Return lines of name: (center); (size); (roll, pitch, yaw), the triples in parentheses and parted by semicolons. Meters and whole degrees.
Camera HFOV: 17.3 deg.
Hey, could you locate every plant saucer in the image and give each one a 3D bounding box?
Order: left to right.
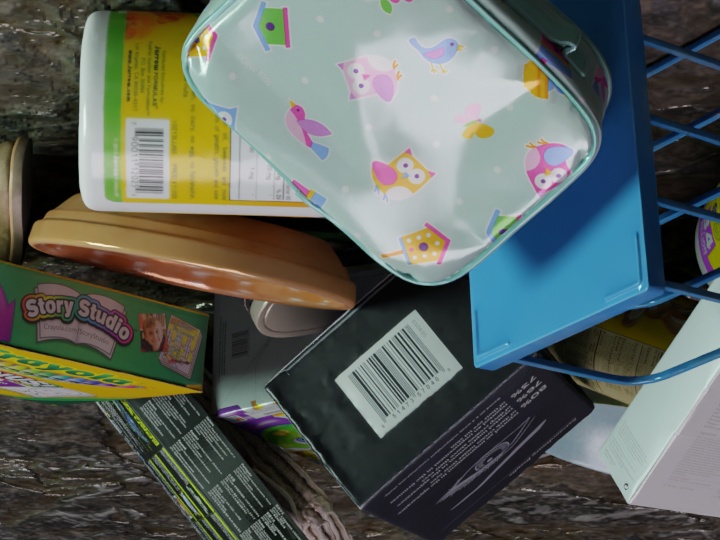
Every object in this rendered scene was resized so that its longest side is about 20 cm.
plant saucer: (-0.098, -0.013, 1.415); (0.199, 0.038, 0.200); (11, 174, 1)
plant saucer: (0.214, 0.117, 1.790); (0.200, 0.039, 0.201); (12, 161, 4)

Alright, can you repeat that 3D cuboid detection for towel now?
towel: (-0.084, 0.135, 1.770); (0.034, 0.200, 0.133); (-42, 158, -9)

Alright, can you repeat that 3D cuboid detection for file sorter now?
file sorter: (0.145, -0.051, 1.285); (0.122, 0.201, 0.139); (13, 154, -33)

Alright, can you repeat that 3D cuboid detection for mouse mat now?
mouse mat: (0.015, -0.022, 1.524); (0.199, 0.008, 0.161); (3, 178, -5)

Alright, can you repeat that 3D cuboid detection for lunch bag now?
lunch bag: (0.025, -0.100, 1.199); (0.200, 0.077, 0.160); (41, 117, -13)

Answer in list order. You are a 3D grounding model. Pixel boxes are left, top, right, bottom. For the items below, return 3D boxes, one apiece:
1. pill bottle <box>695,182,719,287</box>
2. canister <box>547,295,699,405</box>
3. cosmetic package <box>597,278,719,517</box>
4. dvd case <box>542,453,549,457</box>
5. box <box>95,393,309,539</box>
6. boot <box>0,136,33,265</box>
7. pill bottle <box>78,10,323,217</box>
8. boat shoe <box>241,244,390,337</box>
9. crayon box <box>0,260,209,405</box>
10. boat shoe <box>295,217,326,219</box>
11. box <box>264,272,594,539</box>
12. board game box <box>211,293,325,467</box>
pill bottle: (0.274, -0.048, 1.408); (0.104, 0.105, 0.200); (4, 156, -8)
canister: (0.223, 0.061, 1.585); (0.148, 0.087, 0.200); (14, -176, -34)
cosmetic package: (0.265, 0.083, 1.438); (0.199, 0.052, 0.151); (12, 125, -33)
dvd case: (0.133, 0.110, 1.882); (0.150, 0.025, 0.200); (21, 149, -38)
box: (-0.122, 0.139, 1.712); (0.047, 0.200, 0.193); (-38, 178, -15)
boot: (-0.248, -0.033, 1.501); (0.075, 0.074, 0.200); (12, 158, -12)
pill bottle: (-0.054, -0.086, 1.314); (0.199, 0.112, 0.111); (2, 157, -3)
boat shoe: (0.000, 0.000, 1.584); (0.199, 0.063, 0.073); (-4, 136, -40)
crayon box: (-0.227, 0.040, 1.518); (0.199, 0.059, 0.172); (16, 166, -38)
boat shoe: (0.008, -0.060, 1.436); (0.199, 0.073, 0.065); (2, 168, -2)
box: (0.049, 0.082, 1.514); (0.148, 0.104, 0.200); (-41, 160, 3)
board game box: (-0.006, 0.076, 1.702); (0.103, 0.105, 0.200); (-15, 153, 31)
